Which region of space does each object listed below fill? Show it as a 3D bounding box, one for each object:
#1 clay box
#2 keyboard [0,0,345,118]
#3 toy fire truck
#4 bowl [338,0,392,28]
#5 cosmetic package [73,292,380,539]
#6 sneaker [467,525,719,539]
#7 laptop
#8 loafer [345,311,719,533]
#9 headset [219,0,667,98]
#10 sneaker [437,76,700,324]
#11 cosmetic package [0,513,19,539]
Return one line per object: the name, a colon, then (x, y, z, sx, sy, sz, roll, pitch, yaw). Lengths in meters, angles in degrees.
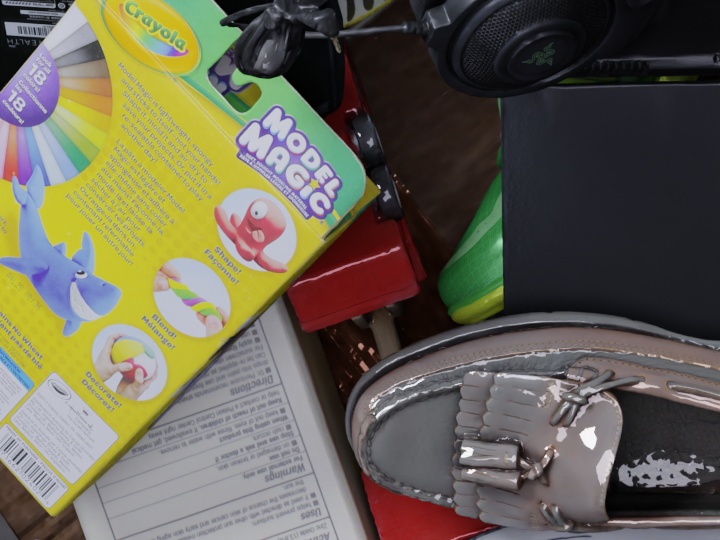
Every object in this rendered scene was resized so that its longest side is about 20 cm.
clay box: (-0.081, -0.018, 0.999, 0.115, 0.048, 0.200, 47, 125, 2)
keyboard: (-0.104, -0.104, 1.016, 0.199, 0.104, 0.040, 4, 49, 6)
toy fire truck: (0.000, 0.000, 1.082, 0.049, 0.141, 0.200, -19, 53, 3)
bowl: (-0.051, -0.186, 1.045, 0.200, 0.094, 0.202, -3, 72, 8)
cosmetic package: (-0.063, 0.048, 1.104, 0.105, 0.071, 0.201, -18, 92, 6)
sneaker: (0.097, 0.158, 0.997, 0.202, 0.147, 0.077, -5, 135, 21)
laptop: (0.136, -0.068, 1.045, 0.176, 0.103, 0.201, -1, 60, 2)
loafer: (0.096, 0.058, 1.003, 0.199, 0.063, 0.072, 0, 118, -4)
headset: (0.032, -0.115, 0.949, 0.123, 0.094, 0.200, 43, 51, 13)
sneaker: (0.078, -0.070, 1.090, 0.083, 0.074, 0.200, 29, 85, 3)
cosmetic package: (-0.223, 0.058, 1.117, 0.102, 0.074, 0.200, -34, 89, 6)
